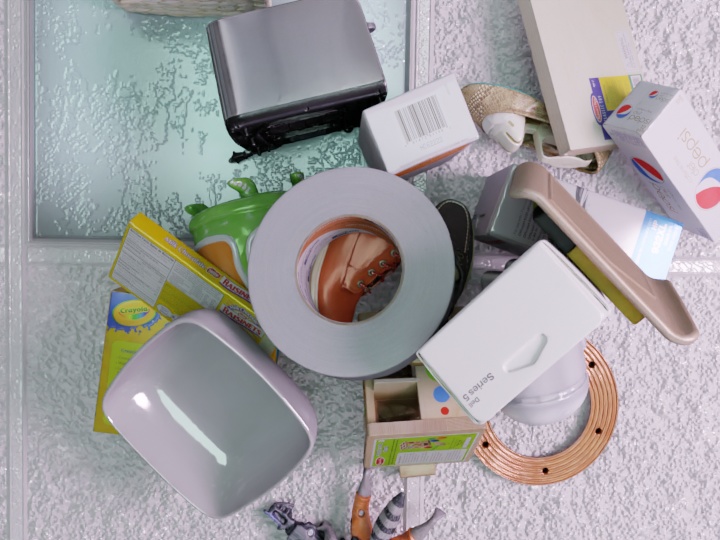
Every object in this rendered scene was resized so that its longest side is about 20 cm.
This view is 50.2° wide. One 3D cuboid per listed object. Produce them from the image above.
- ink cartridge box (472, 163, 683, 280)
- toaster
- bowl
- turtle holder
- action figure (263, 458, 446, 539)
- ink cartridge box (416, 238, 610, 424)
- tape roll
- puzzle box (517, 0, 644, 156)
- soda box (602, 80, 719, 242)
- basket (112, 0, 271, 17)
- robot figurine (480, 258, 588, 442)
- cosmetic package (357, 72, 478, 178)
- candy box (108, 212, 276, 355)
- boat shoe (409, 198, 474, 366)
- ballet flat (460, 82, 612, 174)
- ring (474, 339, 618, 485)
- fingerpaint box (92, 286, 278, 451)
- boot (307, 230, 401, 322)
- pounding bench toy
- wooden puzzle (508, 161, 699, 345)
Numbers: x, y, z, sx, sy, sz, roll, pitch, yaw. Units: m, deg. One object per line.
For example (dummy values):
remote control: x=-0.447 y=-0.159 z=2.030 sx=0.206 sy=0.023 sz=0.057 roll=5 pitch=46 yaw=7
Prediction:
ink cartridge box: x=0.236 y=-0.045 z=0.879 sx=0.198 sy=0.145 sz=0.084 roll=19 pitch=91 yaw=-2
toaster: x=-0.075 y=-0.207 z=0.850 sx=0.198 sy=0.181 sz=0.120 roll=-14 pitch=90 yaw=-1
bowl: x=-0.152 y=0.143 z=0.816 sx=0.200 sy=0.075 sz=0.200 roll=46 pitch=120 yaw=-6
turtle holder: x=-0.104 y=-0.028 z=0.882 sx=0.140 sy=0.185 sz=0.133 roll=-18 pitch=83 yaw=24
action figure: x=-0.020 y=0.327 z=0.916 sx=0.199 sy=0.105 sz=0.194 roll=33 pitch=85 yaw=-2
ink cartridge box: x=0.146 y=0.047 z=0.710 sx=0.145 sy=0.200 sz=0.084 roll=-44 pitch=81 yaw=13
tape roll: x=-0.007 y=0.005 z=0.749 sx=0.198 sy=0.066 sz=0.202 roll=-1 pitch=79 yaw=6
puzzle box: x=0.264 y=-0.236 z=0.892 sx=0.132 sy=0.025 sz=0.202 roll=-9 pitch=82 yaw=-22
soda box: x=0.363 y=-0.121 z=0.876 sx=0.068 sy=0.064 sz=0.200 roll=-49 pitch=123 yaw=1
basket: x=-0.194 y=-0.366 z=0.865 sx=0.198 sy=0.123 sz=0.137 roll=2 pitch=92 yaw=-2
robot figurine: x=0.196 y=0.090 z=0.876 sx=0.169 sy=0.113 sz=0.202 roll=-21 pitch=105 yaw=-28
cosmetic package: x=0.056 y=-0.145 z=0.842 sx=0.101 sy=0.200 sz=0.072 roll=-23 pitch=93 yaw=0
candy box: x=-0.176 y=0.031 z=0.832 sx=0.199 sy=0.026 sz=0.102 roll=37 pitch=132 yaw=-3
boat shoe: x=0.086 y=0.003 z=0.827 sx=0.073 sy=0.065 sz=0.202 roll=15 pitch=64 yaw=1
ballet flat: x=0.205 y=-0.164 z=0.907 sx=0.198 sy=0.071 sz=0.066 roll=16 pitch=63 yaw=0
ring: x=0.220 y=0.165 z=0.953 sx=0.198 sy=0.019 sz=0.203 roll=0 pitch=92 yaw=0
fingerpaint box: x=-0.200 y=0.116 z=0.914 sx=0.198 sy=0.073 sz=0.169 roll=8 pitch=94 yaw=-2
boot: x=0.000 y=0.000 z=0.817 sx=0.106 sy=0.075 sz=0.202 roll=8 pitch=89 yaw=9
pounding bench toy: x=0.060 y=0.144 z=0.903 sx=0.123 sy=0.201 sz=0.157 roll=-3 pitch=61 yaw=-3
wooden puzzle: x=0.218 y=-0.021 z=0.720 sx=0.200 sy=0.185 sz=0.037 roll=42 pitch=110 yaw=0
